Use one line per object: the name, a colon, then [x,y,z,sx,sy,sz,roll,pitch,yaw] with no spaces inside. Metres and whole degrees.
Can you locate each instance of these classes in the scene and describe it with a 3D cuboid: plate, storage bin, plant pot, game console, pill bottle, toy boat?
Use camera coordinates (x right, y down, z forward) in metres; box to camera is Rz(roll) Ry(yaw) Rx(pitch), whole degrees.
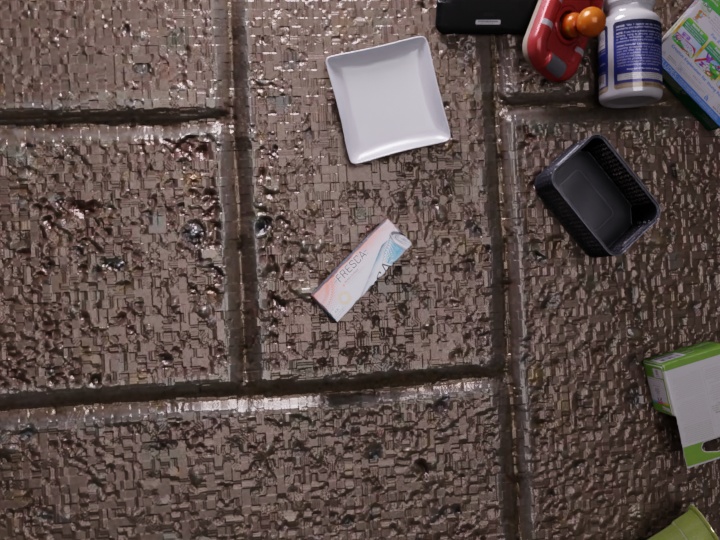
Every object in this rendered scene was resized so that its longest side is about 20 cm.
plate: [0.051,-0.314,1.357,0.197,0.032,0.203,-15,90,-7]
storage bin: [0.442,-0.136,1.375,0.135,0.094,0.200,-41,93,-6]
plant pot: [0.572,0.565,1.348,0.188,0.200,0.202,-24,92,6]
game console: [0.234,-0.551,1.392,0.197,0.117,0.178,-3,119,-7]
pill bottle: [0.505,-0.417,1.375,0.114,0.116,0.203,-1,90,-7]
toy boat: [0.393,-0.452,1.341,0.129,0.130,0.203,23,87,-33]

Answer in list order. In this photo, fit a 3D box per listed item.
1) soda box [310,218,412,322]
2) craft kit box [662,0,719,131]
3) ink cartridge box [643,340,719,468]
soda box: [0.000,0.000,1.330,0.068,0.064,0.200,44,85,-4]
craft kit box: [0.689,-0.416,1.436,0.200,0.049,0.198,44,87,-5]
ink cartridge box: [0.645,0.255,1.404,0.146,0.076,0.203,-14,92,-8]
